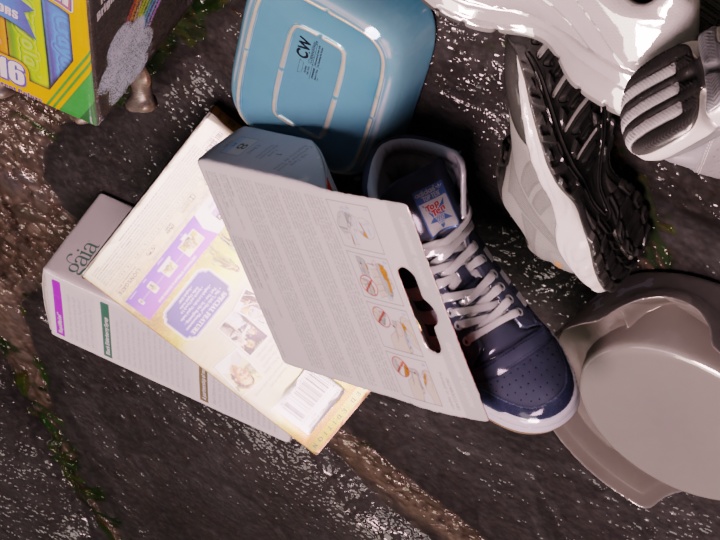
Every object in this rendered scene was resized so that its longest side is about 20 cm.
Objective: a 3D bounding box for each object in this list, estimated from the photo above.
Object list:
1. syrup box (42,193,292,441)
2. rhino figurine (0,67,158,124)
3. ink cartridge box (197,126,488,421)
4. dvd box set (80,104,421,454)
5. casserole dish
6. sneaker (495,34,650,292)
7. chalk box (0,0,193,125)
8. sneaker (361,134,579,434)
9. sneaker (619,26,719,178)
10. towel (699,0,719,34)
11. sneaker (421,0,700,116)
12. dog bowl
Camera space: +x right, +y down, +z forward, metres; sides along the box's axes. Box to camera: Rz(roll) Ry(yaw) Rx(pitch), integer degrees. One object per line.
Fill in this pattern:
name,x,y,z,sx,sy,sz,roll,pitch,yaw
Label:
syrup box,-0.117,0.032,1.969,0.200,0.079,0.081,25,147,15
rhino figurine,-0.223,-0.158,1.828,0.200,0.060,0.088,16,124,28
ink cartridge box,0.000,0.000,1.727,0.200,0.047,0.160,13,133,48
dvd box set,-0.062,0.007,1.857,0.200,0.029,0.146,37,108,-5
casserole dish,-0.023,-0.126,1.716,0.121,0.039,0.200,29,147,7
sneaker,0.108,-0.067,1.646,0.079,0.074,0.200,19,145,32
chalk box,-0.180,-0.209,1.666,0.124,0.125,0.200,24,145,16
sneaker,0.062,0.004,1.708,0.200,0.070,0.109,54,167,30
sneaker,0.241,-0.098,1.451,0.200,0.075,0.115,-24,144,39
towel,0.258,-0.116,1.492,0.192,0.035,0.200,33,150,7
sneaker,0.103,-0.164,1.529,0.200,0.075,0.087,29,130,18
dog bowl,0.210,0.081,1.762,0.200,0.059,0.200,23,147,16
